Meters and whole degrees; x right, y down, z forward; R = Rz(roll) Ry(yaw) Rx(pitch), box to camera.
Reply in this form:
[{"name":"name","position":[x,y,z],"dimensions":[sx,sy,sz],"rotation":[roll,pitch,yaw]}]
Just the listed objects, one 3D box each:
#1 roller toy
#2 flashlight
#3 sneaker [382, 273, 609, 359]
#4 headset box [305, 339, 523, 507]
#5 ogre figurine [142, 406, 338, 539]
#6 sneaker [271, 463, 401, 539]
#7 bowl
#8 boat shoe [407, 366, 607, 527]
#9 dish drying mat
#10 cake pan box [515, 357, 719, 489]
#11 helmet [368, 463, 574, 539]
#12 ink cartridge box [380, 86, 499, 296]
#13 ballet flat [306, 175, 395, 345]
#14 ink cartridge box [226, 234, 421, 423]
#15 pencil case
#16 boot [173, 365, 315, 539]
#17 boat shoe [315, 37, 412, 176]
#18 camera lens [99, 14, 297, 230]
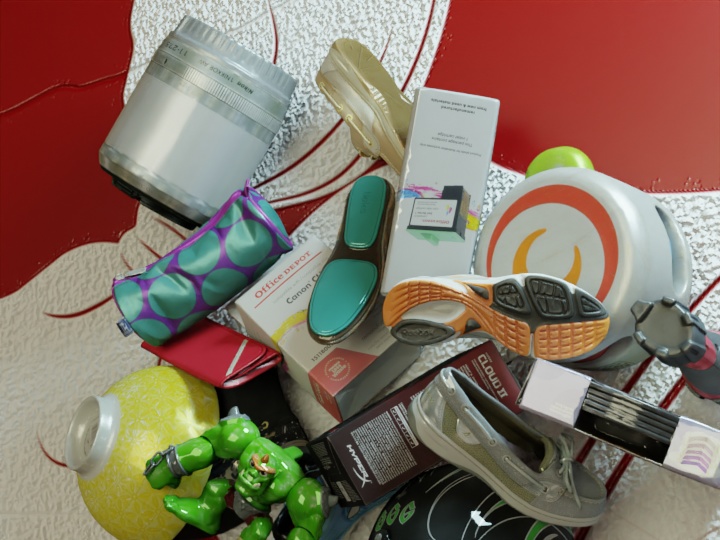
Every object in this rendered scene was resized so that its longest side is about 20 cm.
[{"name":"roller toy","position":[0.212,0.004,1.432],"dimensions":[0.182,0.139,0.201],"rotation":[35,102,35]},{"name":"flashlight","position":[0.297,0.073,1.335],"dimensions":[0.067,0.200,0.068],"rotation":[-11,73,23]},{"name":"sneaker","position":[0.125,0.032,1.362],"dimensions":[0.199,0.092,0.076],"rotation":[6,100,13]},{"name":"headset box","position":[0.059,0.142,1.429],"dimensions":[0.199,0.149,0.078],"rotation":[-31,87,-12]},{"name":"ogre figurine","position":[-0.109,0.219,1.469],"dimensions":[0.200,0.098,0.120],"rotation":[42,98,36]},{"name":"sneaker","position":[-0.013,0.212,1.519],"dimensions":[0.078,0.090,0.200],"rotation":[42,97,29]},{"name":"bowl","position":[-0.244,0.183,1.587],"dimensions":[0.200,0.107,0.201],"rotation":[-36,43,42]},{"name":"boat shoe","position":[0.137,0.156,1.325],"dimensions":[0.201,0.075,0.065],"rotation":[33,120,-9]},{"name":"dish drying mat","position":[-0.161,0.082,1.600],"dimensions":[0.077,0.018,0.200],"rotation":[-31,26,-23]},{"name":"cake pan box","position":[0.240,0.136,1.329],"dimensions":[0.183,0.200,0.053],"rotation":[20,88,18]},{"name":"helmet","position":[0.104,0.272,1.379],"dimensions":[0.199,0.201,0.191],"rotation":[20,41,24]},{"name":"ink cartridge box","position":[0.080,-0.074,1.484],"dimensions":[0.083,0.145,0.201],"rotation":[10,97,4]},{"name":"ballet flat","position":[0.000,0.000,1.513],"dimensions":[0.068,0.067,0.201],"rotation":[10,60,19]},{"name":"ink cartridge box","position":[-0.047,0.048,1.571],"dimensions":[0.116,0.068,0.200],"rotation":[-41,59,-16]},{"name":"pencil case","position":[-0.170,-0.004,1.602],"dimensions":[0.200,0.093,0.085],"rotation":[-35,23,8]},{"name":"boot","position":[-0.146,0.184,1.610],"dimensions":[0.203,0.073,0.154],"rotation":[-33,57,20]},{"name":"boat shoe","position":[0.021,-0.154,1.616],"dimensions":[0.069,0.074,0.201],"rotation":[-46,67,35]},{"name":"camera lens","position":[-0.179,-0.156,1.660],"dimensions":[0.160,0.160,0.201],"rotation":[31,91,30]}]
